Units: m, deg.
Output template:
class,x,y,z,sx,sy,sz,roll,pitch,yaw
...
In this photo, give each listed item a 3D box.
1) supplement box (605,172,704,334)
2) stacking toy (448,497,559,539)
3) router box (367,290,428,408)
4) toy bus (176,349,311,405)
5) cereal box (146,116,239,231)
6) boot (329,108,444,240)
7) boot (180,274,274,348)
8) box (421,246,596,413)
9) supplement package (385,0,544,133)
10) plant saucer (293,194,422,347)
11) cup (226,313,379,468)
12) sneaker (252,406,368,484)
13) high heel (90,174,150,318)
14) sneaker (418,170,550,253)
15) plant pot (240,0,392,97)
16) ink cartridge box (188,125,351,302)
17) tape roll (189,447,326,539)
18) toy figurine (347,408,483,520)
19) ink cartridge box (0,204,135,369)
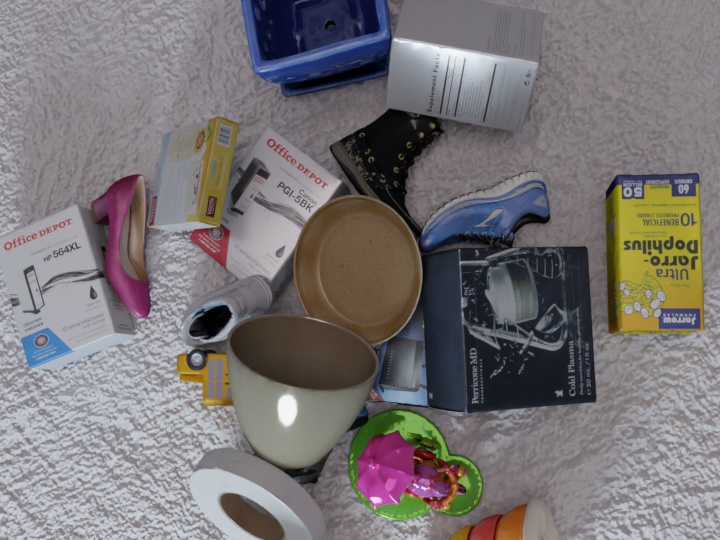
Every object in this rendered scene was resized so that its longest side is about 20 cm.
class,x,y,z,sx,sy,sz,roll,pitch,yaw
supplement box,0.390,-0.019,1.190,0.106,0.110,0.206,-1,83,8
stacking toy,0.160,0.381,1.179,0.196,0.146,0.150,-9,81,23
router box,0.085,0.089,1.244,0.146,0.062,0.205,5,83,8
toy bus,-0.161,0.153,1.272,0.195,0.065,0.080,-1,84,8
cereal box,-0.242,-0.132,1.266,0.039,0.198,0.148,13,84,-32
boot,0.062,-0.152,1.256,0.153,0.074,0.205,-38,60,0
boot,-0.211,0.067,1.230,0.198,0.095,0.075,-31,88,39
box,0.190,0.075,1.158,0.192,0.124,0.206,-2,86,-20
supplement package,0.142,-0.289,1.227,0.195,0.121,0.123,12,50,5
plant saucer,0.000,0.000,1.207,0.196,0.035,0.206,3,96,27
cup,-0.084,0.165,1.148,0.196,0.201,0.146,16,112,9
sneaker,-0.070,0.252,1.252,0.198,0.071,0.084,-35,99,1
high heel,-0.328,-0.037,1.309,0.095,0.067,0.204,-26,73,22
sneaker,0.175,-0.064,1.243,0.196,0.079,0.091,-22,78,5
plant pot,-0.055,-0.366,1.261,0.195,0.180,0.205,-11,81,6
ink cartridge box,-0.129,-0.081,1.286,0.146,0.083,0.202,35,89,12
tape roll,-0.138,0.316,1.188,0.199,0.205,0.037,26,50,11
toy figurine,0.066,0.271,1.164,0.196,0.184,0.153,20,86,9
ink cartridge box,-0.438,0.025,1.317,0.143,0.084,0.204,-21,81,4
